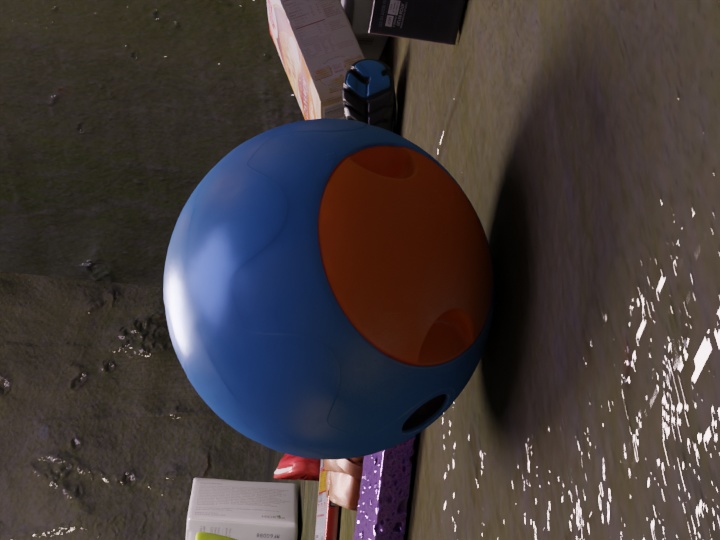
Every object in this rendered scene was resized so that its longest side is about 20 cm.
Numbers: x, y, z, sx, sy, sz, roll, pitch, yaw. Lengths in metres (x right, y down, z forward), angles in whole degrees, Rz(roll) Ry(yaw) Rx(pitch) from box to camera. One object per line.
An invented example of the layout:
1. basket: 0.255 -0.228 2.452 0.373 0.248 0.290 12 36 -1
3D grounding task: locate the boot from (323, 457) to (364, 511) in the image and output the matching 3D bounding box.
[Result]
1. boot: -0.015 0.145 1.199 0.200 0.073 0.157 -137 49 -86

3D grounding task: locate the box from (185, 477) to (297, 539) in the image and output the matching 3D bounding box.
1. box: -0.214 0.497 2.148 0.171 0.197 0.202 -100 15 -75

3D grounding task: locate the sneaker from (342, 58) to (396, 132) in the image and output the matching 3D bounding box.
1. sneaker: 0.010 -0.117 1.283 0.082 0.072 0.203 42 -123 -77

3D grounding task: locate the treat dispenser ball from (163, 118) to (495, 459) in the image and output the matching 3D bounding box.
1. treat dispenser ball: -0.018 0.011 0.725 0.201 0.198 0.204 -174 90 -84

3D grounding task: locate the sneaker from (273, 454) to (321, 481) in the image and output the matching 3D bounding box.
1. sneaker: -0.083 0.240 1.727 0.200 0.077 0.117 138 136 -79

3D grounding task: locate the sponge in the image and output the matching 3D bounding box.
1. sponge: 0.023 0.160 1.011 0.112 0.029 0.203 -118 35 -79

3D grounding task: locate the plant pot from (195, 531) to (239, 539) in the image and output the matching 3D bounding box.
1. plant pot: -0.190 0.562 1.945 0.200 0.179 0.201 103 171 -45

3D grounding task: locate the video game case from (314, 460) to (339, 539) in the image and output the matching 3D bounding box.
1. video game case: -0.039 0.266 1.553 0.143 0.017 0.203 121 154 -76

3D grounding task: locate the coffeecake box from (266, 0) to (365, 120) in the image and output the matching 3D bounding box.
1. coffeecake box: -0.050 -0.260 1.461 0.154 0.072 0.202 92 158 -68

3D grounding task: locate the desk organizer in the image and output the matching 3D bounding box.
1. desk organizer: 0.056 -0.281 0.912 0.078 0.071 0.201 -88 7 -47

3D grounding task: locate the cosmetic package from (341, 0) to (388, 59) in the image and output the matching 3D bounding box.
1. cosmetic package: 0.005 -0.340 1.530 0.200 0.051 0.153 136 136 -80
